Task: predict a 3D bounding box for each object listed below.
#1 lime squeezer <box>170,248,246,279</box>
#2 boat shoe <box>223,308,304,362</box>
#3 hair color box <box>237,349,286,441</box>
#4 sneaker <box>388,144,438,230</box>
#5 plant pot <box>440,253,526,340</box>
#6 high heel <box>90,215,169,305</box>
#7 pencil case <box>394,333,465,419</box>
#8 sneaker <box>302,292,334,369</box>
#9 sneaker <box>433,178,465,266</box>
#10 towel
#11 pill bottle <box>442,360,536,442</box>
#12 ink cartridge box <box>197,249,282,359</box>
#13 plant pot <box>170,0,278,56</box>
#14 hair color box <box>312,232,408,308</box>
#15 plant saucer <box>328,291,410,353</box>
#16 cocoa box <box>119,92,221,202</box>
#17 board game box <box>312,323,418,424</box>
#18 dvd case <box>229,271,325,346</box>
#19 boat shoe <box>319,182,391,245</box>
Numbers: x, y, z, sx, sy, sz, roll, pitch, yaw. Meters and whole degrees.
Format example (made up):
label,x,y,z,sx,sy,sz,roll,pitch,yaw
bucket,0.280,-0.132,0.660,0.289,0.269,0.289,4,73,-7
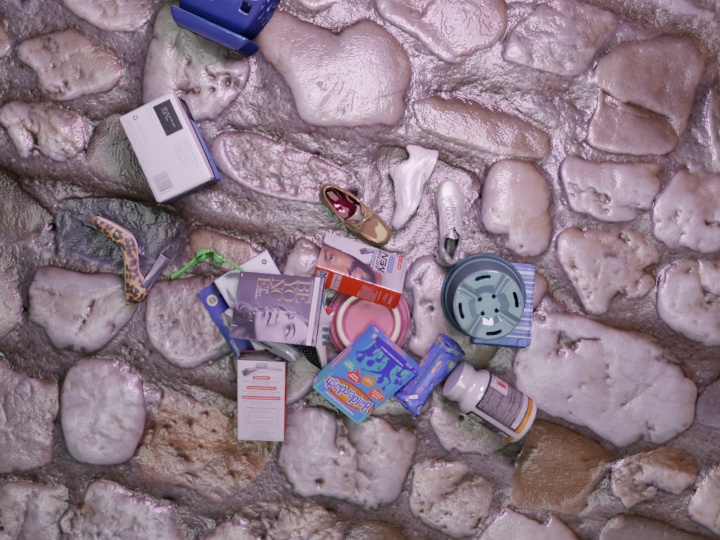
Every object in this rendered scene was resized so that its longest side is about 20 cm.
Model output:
label,x,y,z,sx,sy,sz,roll,pitch,yaw
lime squeezer,-0.341,-0.017,1.638,0.198,0.038,0.071,0,62,15
boat shoe,-0.212,0.129,1.615,0.199,0.072,0.068,28,65,14
hair color box,-0.226,0.289,1.656,0.110,0.064,0.202,3,108,-2
sneaker,0.101,-0.193,1.640,0.099,0.078,0.202,22,85,3
plant pot,0.276,0.067,1.586,0.198,0.196,0.203,0,94,7
high heel,-0.554,-0.021,1.628,0.199,0.071,0.143,36,87,-13
pencil case,0.158,0.243,1.670,0.078,0.087,0.201,37,93,16
sneaker,-0.090,0.136,1.640,0.093,0.070,0.201,-35,132,-29
sneaker,0.207,-0.108,1.641,0.074,0.081,0.202,-2,94,0
towel,0.336,0.081,1.695,0.143,0.024,0.202,4,94,0
pill bottle,0.298,0.301,1.663,0.199,0.116,0.117,33,94,-5
ink cartridge box,-0.250,0.085,1.665,0.199,0.041,0.201,-31,96,2
plant pot,-0.285,-0.574,1.530,0.198,0.200,0.181,22,101,-4
hair color box,0.000,0.000,1.617,0.198,0.112,0.064,17,137,-3
plant saucer,0.018,0.119,1.671,0.198,0.051,0.203,0,96,-1
cocoa box,-0.414,-0.266,1.581,0.132,0.131,0.202,-24,96,1
board game box,0.011,0.240,1.649,0.152,0.045,0.200,41,106,-19
dvd case,-0.182,0.082,1.562,0.198,0.016,0.150,4,77,14
boat shoe,-0.013,-0.125,1.639,0.199,0.066,0.074,36,94,-5
